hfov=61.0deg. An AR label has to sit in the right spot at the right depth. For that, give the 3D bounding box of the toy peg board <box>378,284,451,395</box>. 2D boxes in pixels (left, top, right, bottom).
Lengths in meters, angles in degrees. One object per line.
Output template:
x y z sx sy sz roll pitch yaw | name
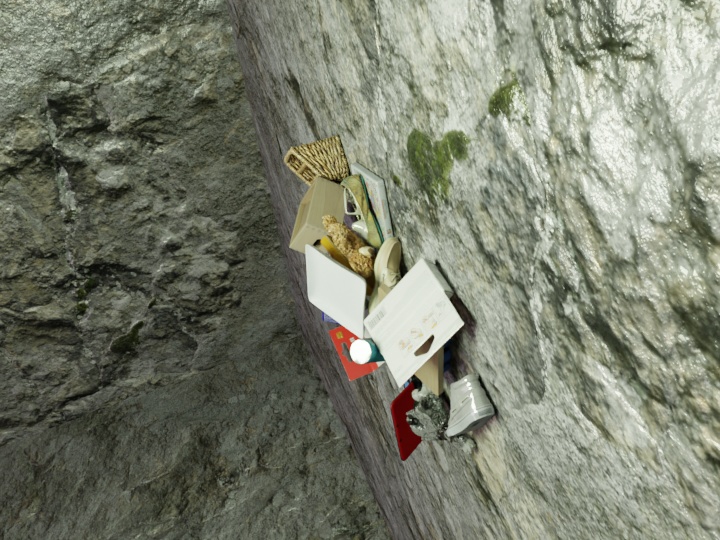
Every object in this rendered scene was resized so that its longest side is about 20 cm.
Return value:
0.143 0.137 1.382 0.199 0.097 0.202 40 151 38 | toy peg board

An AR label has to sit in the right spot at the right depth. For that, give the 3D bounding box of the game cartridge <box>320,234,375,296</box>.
0.000 0.000 1.596 0.175 0.032 0.201 22 -154 -55 | game cartridge

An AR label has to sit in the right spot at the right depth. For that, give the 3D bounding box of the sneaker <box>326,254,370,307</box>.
-0.051 0.040 1.582 0.199 0.092 0.078 39 -168 -8 | sneaker

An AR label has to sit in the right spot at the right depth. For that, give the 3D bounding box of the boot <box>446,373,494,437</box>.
0.219 0.283 1.285 0.201 0.072 0.097 114 143 -59 | boot

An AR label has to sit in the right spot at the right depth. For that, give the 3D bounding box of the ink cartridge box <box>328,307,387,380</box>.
0.034 0.176 1.600 0.050 0.197 0.162 90 156 -54 | ink cartridge box

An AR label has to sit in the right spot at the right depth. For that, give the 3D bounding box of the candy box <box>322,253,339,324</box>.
-0.064 0.036 1.805 0.201 0.076 0.171 97 -177 -57 | candy box

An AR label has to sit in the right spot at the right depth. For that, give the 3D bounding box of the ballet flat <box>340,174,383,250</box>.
0.000 -0.137 1.518 0.071 0.070 0.203 153 99 -77 | ballet flat

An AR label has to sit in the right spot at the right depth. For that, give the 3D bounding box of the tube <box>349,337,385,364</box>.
0.039 0.174 1.353 0.078 0.050 0.199 56 -163 17 | tube

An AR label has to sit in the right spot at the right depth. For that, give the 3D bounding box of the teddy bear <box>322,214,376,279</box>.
-0.022 -0.069 1.507 0.145 0.067 0.201 45 -173 -37 | teddy bear

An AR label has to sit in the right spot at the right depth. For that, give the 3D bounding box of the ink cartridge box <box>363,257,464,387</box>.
0.113 0.108 1.245 0.200 0.044 0.177 -48 52 24 | ink cartridge box

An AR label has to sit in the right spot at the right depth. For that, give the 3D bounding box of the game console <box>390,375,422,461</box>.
0.119 0.390 1.713 0.172 0.117 0.203 -133 28 -61 | game console

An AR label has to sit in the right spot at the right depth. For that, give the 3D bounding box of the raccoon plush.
0.203 0.347 1.466 0.198 0.134 0.098 33 136 17 | raccoon plush

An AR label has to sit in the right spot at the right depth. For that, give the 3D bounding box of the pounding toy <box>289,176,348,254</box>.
-0.103 -0.141 1.726 0.200 0.140 0.187 137 149 -58 | pounding toy

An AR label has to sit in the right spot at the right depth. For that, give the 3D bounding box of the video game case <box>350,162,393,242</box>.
0.030 -0.164 1.547 0.200 0.023 0.185 -132 27 -61 | video game case

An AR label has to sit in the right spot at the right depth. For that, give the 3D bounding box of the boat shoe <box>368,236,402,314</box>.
0.071 0.023 1.460 0.064 0.071 0.204 21 102 42 | boat shoe

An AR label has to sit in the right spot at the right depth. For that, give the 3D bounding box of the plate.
-0.055 0.047 1.512 0.199 0.032 0.202 32 142 28 | plate

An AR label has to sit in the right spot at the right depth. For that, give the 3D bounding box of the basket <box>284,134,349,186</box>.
-0.127 -0.288 1.763 0.200 0.147 0.145 -178 70 -75 | basket
